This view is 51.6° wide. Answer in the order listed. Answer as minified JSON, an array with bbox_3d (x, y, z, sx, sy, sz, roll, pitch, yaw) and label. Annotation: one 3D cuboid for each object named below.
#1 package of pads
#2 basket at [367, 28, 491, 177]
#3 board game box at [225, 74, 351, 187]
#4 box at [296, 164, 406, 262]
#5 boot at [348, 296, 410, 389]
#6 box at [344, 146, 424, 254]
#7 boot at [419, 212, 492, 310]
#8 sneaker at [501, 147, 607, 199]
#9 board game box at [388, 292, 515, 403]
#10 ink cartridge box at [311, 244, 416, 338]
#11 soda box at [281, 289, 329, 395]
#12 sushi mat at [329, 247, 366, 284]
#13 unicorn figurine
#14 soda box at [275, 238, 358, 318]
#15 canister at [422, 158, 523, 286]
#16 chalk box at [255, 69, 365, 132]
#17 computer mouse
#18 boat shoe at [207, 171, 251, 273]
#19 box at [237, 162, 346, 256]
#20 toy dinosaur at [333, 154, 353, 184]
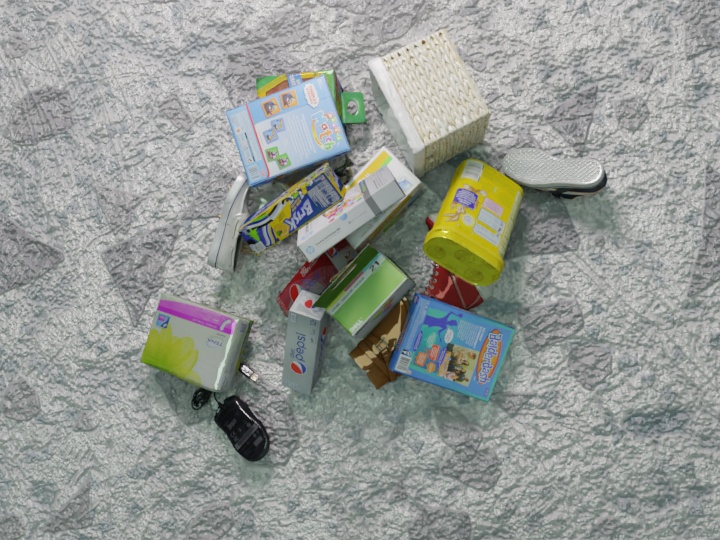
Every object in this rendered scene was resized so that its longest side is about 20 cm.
[{"bbox_3d":[-0.327,0.144,1.478,0.200,0.068,0.155,15,86,22],"label":"package of pads"},{"bbox_3d":[0.127,-0.312,1.406,0.161,0.198,0.200,-28,82,1],"label":"basket"},{"bbox_3d":[-0.135,-0.260,1.394,0.200,0.037,0.151,-19,86,7],"label":"board game box"},{"bbox_3d":[-0.020,-0.104,1.315,0.200,0.156,0.041,-35,106,7],"label":"box"},{"bbox_3d":[0.039,0.116,1.438,0.155,0.074,0.200,-35,84,0],"label":"boot"},{"bbox_3d":[0.018,-0.125,1.446,0.101,0.112,0.200,45,94,9],"label":"box"},{"bbox_3d":[0.144,0.000,1.441,0.144,0.072,0.200,-30,85,6],"label":"boot"},{"bbox_3d":[0.371,-0.180,1.424,0.200,0.079,0.079,17,81,34],"label":"sneaker"},{"bbox_3d":[0.172,0.145,1.400,0.200,0.045,0.152,20,93,-9],"label":"board game box"},{"bbox_3d":[0.009,0.042,1.317,0.076,0.200,0.148,44,94,13],"label":"ink cartridge box"},{"bbox_3d":[-0.103,0.138,1.409,0.063,0.068,0.200,17,129,9],"label":"soda box"},{"bbox_3d":[0.000,0.000,1.393,0.096,0.200,0.012,-40,79,4],"label":"sushi mat"},{"bbox_3d":[-0.209,-0.125,1.506,0.137,0.074,0.200,21,105,9],"label":"unicorn figurine"},{"bbox_3d":[-0.083,0.018,1.415,0.063,0.070,0.200,52,134,8],"label":"soda box"},{"bbox_3d":[0.214,-0.092,1.377,0.148,0.087,0.200,31,59,-11],"label":"canister"},{"bbox_3d":[-0.092,-0.315,1.471,0.200,0.124,0.125,-5,85,8],"label":"chalk box"},{"bbox_3d":[-0.231,0.273,1.485,0.200,0.046,0.140,38,95,20],"label":"computer mouse"},{"bbox_3d":[-0.238,-0.090,1.445,0.066,0.072,0.200,22,100,3],"label":"boat shoe"},{"bbox_3d":[-0.126,-0.112,1.369,0.200,0.070,0.064,-32,106,15],"label":"box"},{"bbox_3d":[-0.047,-0.175,1.456,0.047,0.200,0.088,41,56,-10],"label":"toy dinosaur"}]
